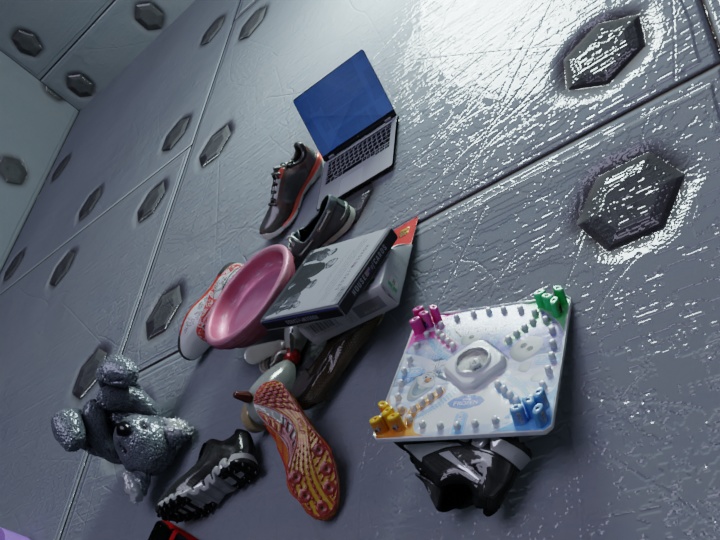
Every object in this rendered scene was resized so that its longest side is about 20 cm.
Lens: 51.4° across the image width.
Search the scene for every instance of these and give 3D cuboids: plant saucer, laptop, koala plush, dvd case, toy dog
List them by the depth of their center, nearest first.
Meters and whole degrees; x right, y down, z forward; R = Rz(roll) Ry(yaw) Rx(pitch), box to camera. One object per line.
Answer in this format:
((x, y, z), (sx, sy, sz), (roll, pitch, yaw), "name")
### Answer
((-0.048, 0.014, 1.063), (0.198, 0.025, 0.151), (-13, 35, 51), "dvd case")
((-0.137, 0.147, 1.121), (0.131, 0.096, 0.203), (-34, 37, 25), "toy dog")
((-0.175, 0.051, 1.237), (0.199, 0.051, 0.203), (-36, 28, 22), "plant saucer")
((-0.384, 0.283, 1.282), (0.197, 0.185, 0.179), (23, 64, 35), "koala plush")
((-0.036, -0.248, 1.342), (0.185, 0.115, 0.204), (-27, 41, 35), "laptop")

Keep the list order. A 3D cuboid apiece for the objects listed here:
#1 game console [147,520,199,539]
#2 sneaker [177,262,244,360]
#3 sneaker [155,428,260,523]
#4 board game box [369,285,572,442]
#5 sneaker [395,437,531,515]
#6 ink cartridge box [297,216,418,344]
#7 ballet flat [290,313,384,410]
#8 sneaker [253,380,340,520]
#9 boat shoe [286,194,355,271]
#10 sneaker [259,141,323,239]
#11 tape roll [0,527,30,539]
((-0.300, 0.480, 1.087), (0.175, 0.031, 0.204), (-6, 55, 55), "game console")
((-0.256, 0.078, 1.361), (0.107, 0.067, 0.204), (11, 66, 57), "sneaker")
((-0.228, 0.305, 1.122), (0.198, 0.066, 0.092), (-35, 34, 19), "sneaker")
((0.122, 0.097, 0.815), (0.196, 0.026, 0.202), (-11, 33, 30), "board game box")
((0.085, 0.206, 0.802), (0.197, 0.066, 0.092), (4, 60, 50), "sneaker")
((0.000, 0.000, 1.094), (0.159, 0.050, 0.203), (-28, 30, 33), "ink cartridge box")
((-0.025, 0.116, 1.065), (0.201, 0.046, 0.067), (-52, 22, -8), "ballet flat")
((-0.075, 0.234, 0.985), (0.072, 0.078, 0.202), (-29, 57, -2), "sneaker")
((-0.097, -0.056, 1.289), (0.199, 0.061, 0.074), (-39, 37, 22), "boat shoe")
((-0.150, -0.158, 1.432), (0.076, 0.081, 0.203), (11, 69, 54), "sneaker")
((-0.722, 0.612, 1.455), (0.198, 0.065, 0.204), (-31, 39, 29), "tape roll")
